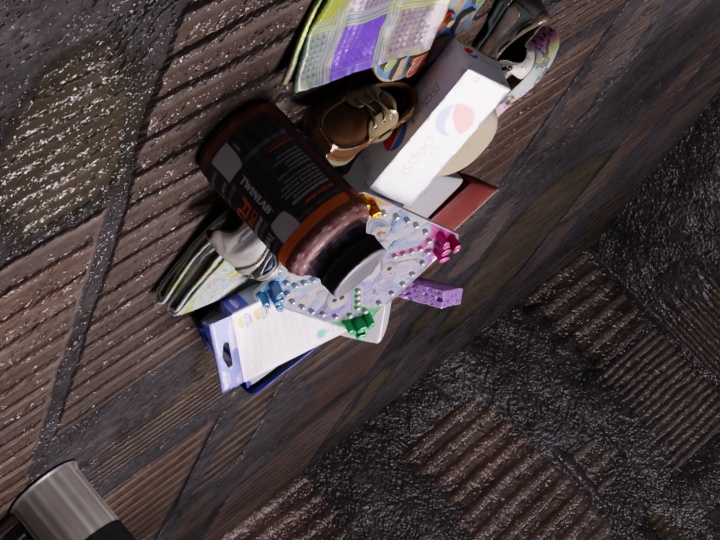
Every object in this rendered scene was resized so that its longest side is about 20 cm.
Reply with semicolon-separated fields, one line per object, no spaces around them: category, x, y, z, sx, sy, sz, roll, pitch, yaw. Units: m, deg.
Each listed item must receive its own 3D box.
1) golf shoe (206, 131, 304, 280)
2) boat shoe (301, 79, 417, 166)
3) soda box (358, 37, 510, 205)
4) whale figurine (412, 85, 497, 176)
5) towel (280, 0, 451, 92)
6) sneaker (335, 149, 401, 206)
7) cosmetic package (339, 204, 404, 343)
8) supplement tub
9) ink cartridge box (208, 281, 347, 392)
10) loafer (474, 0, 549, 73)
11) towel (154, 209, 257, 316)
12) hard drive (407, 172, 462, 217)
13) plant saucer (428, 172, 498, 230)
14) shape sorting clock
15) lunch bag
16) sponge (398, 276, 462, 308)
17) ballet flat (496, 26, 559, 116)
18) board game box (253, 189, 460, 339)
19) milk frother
golf shoe;-0.097;-0.091;1.492;0.078;0.097;0.200;-7;-127;59
boat shoe;0.003;-0.175;1.499;0.074;0.076;0.200;-32;-176;30
soda box;0.084;-0.172;1.589;0.068;0.064;0.200;20;127;-32
whale figurine;0.078;-0.195;1.692;0.200;0.104;0.159;8;133;-43
towel;0.019;-0.252;1.353;0.200;0.023;0.144;-22;153;-39
sneaker;-0.023;-0.065;1.717;0.075;0.115;0.200;-30;163;-44
cosmetic package;0.016;-0.014;1.858;0.102;0.074;0.201;-68;169;-69
supplement tub;-0.065;-0.068;1.365;0.107;0.200;0.107;-40;167;-11
ink cartridge box;-0.107;0.064;1.727;0.200;0.042;0.120;-28;133;-25
loafer;0.190;-0.290;1.738;0.072;0.063;0.200;-37;167;-21
towel;-0.144;-0.029;1.630;0.171;0.048;0.200;-46;168;31
hard drive;0.075;-0.098;1.983;0.132;0.027;0.200;-45;168;14
plant saucer;0.117;-0.085;2.155;0.200;0.037;0.200;-43;-169;1
shape sorting clock;0.087;-0.285;1.485;0.200;0.039;0.200;-41;168;-10
lunch bag;-0.126;0.079;1.880;0.170;0.124;0.200;-40;172;-11
sponge;0.050;0.019;2.089;0.112;0.199;0.030;-10;112;-71
ballet flat;0.192;-0.262;1.867;0.200;0.069;0.071;-46;148;16
board game box;0.000;0.000;1.677;0.200;0.026;0.200;-44;141;22
milk frother;-0.407;0.378;1.858;0.180;0.188;0.200;-38;167;-22
